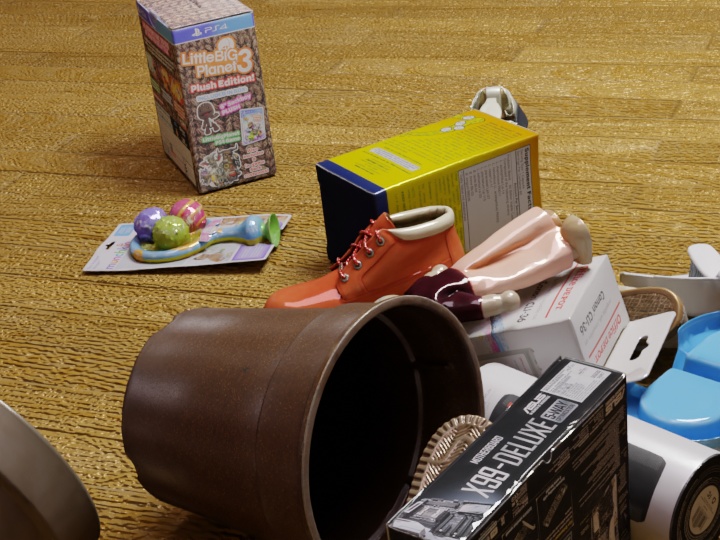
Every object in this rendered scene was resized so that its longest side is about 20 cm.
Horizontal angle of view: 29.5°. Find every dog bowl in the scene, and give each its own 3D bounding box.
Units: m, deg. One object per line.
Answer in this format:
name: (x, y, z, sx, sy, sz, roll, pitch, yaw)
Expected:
dog bowl: (0.272, 0.096, 1.049, 0.111, 0.050, 0.200, 18, 35, 39)

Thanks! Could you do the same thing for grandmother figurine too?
grandmother figurine: (0.079, 0.013, 1.076, 0.200, 0.061, 0.121, -26, 9, -17)

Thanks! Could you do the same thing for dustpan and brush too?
dustpan and brush: (0.306, 0.009, 1.168, 0.139, 0.057, 0.200, -6, 18, 1)

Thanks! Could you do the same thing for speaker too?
speaker: (0.159, 0.132, 0.971, 0.081, 0.081, 0.200, -28, 34, -36)

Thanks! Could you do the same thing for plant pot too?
plant pot: (-0.049, 0.109, 0.963, 0.198, 0.201, 0.200, 5, 28, 37)
plant pot: (-0.300, 0.181, 0.897, 0.200, 0.200, 0.174, 11, 48, 32)

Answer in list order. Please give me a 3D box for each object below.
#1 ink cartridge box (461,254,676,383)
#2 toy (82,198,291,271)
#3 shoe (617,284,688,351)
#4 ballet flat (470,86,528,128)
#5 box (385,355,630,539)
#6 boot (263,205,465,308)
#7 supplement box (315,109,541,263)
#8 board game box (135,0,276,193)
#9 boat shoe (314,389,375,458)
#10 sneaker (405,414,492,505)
ink cartridge box: (0.140, 0.048, 1.098, 0.200, 0.068, 0.116, -11, 22, 30)
toy: (-0.183, -0.045, 1.436, 0.200, 0.047, 0.115, 0, 26, 12)
shoe: (0.189, 0.040, 1.183, 0.200, 0.070, 0.053, 7, -13, 33)
ballet flat: (0.157, -0.173, 1.583, 0.073, 0.073, 0.200, -1, 27, 12)
box: (0.099, 0.169, 0.830, 0.050, 0.158, 0.200, 14, 34, 34)
boot: (0.000, 0.000, 1.242, 0.200, 0.107, 0.075, -14, 29, -10)
supplement box: (0.071, -0.073, 1.362, 0.200, 0.109, 0.109, -21, 30, -26)
board game box: (-0.182, -0.217, 1.604, 0.097, 0.200, 0.159, -16, 29, -18)
boat shoe: (-0.022, 0.104, 1.085, 0.070, 0.066, 0.200, -29, 34, -36)
sneaker: (0.052, 0.204, 0.886, 0.070, 0.109, 0.200, 15, 65, 32)
